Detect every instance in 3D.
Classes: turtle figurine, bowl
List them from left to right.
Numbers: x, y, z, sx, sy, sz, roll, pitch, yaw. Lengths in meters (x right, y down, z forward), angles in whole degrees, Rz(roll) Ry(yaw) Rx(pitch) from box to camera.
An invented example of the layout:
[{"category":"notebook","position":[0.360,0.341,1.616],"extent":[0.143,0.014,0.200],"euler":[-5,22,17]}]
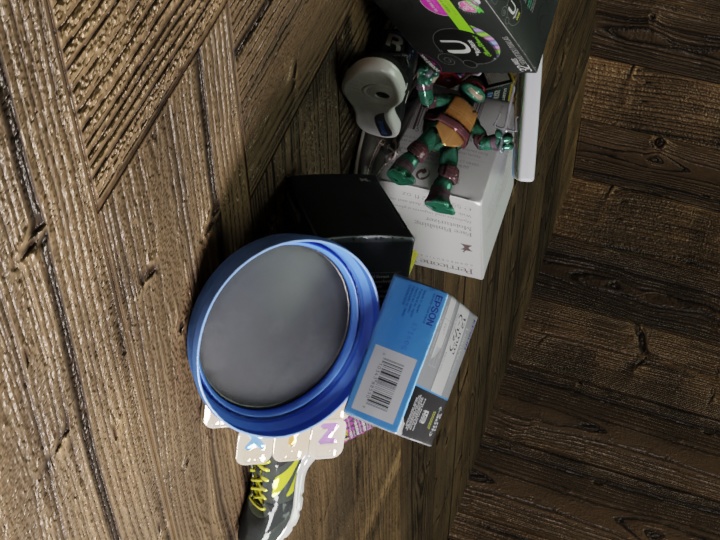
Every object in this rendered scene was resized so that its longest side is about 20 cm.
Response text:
[{"category":"bowl","position":[-0.074,0.060,1.349],"extent":[0.199,0.039,0.203],"euler":[-13,115,-28]},{"category":"turtle figurine","position":[0.117,-0.178,1.750],"extent":[0.201,0.149,0.101],"euler":[-61,-178,-13]}]

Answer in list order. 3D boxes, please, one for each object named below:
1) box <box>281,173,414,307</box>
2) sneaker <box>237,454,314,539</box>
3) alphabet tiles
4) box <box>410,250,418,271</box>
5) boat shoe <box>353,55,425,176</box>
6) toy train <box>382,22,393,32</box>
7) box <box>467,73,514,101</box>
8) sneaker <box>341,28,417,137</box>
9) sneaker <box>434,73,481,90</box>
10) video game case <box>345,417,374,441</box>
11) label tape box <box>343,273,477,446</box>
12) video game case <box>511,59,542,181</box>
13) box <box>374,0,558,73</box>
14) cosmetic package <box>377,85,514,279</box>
[{"category":"box","position":[-0.023,0.018,1.495],"extent":[0.148,0.103,0.202],"euler":[-119,-148,-58]},{"category":"sneaker","position":[-0.104,0.226,1.624],"extent":[0.084,0.074,0.202],"euler":[22,90,-49]},{"category":"alphabet tiles","position":[-0.061,0.110,1.427],"extent":[0.015,0.198,0.197],"euler":[-128,-138,-57]},{"category":"box","position":[0.021,0.050,1.872],"extent":[0.201,0.048,0.118],"euler":[110,5,-48]},{"category":"boat shoe","position":[0.044,-0.190,1.783],"extent":[0.067,0.056,0.202],"euler":[77,30,-64]},{"category":"toy train","position":[0.080,-0.345,1.773],"extent":[0.200,0.055,0.151],"euler":[-60,160,-51]},{"category":"box","position":[0.160,-0.266,1.999],"extent":[0.201,0.049,0.161],"euler":[94,-21,-62]},{"category":"sneaker","position":[0.026,-0.240,1.647],"extent":[0.200,0.072,0.113],"euler":[87,17,-75]},{"category":"sneaker","position":[0.118,-0.254,1.908],"extent":[0.113,0.070,0.201],"euler":[-109,-168,-50]},{"category":"video game case","position":[-0.003,0.148,1.757],"extent":[0.180,0.036,0.200],"euler":[-28,154,-8]},{"category":"label tape box","position":[0.062,0.097,1.434],"extent":[0.145,0.066,0.200],"euler":[-70,158,-5]},{"category":"video game case","position":[0.207,-0.213,1.766],"extent":[0.182,0.022,0.202],"euler":[-53,146,-84]},{"category":"box","position":[0.116,-0.327,1.605],"extent":[0.200,0.147,0.125],"euler":[40,62,-49]},{"category":"cosmetic package","position":[0.108,-0.119,1.894],"extent":[0.201,0.163,0.166],"euler":[79,28,-60]}]
